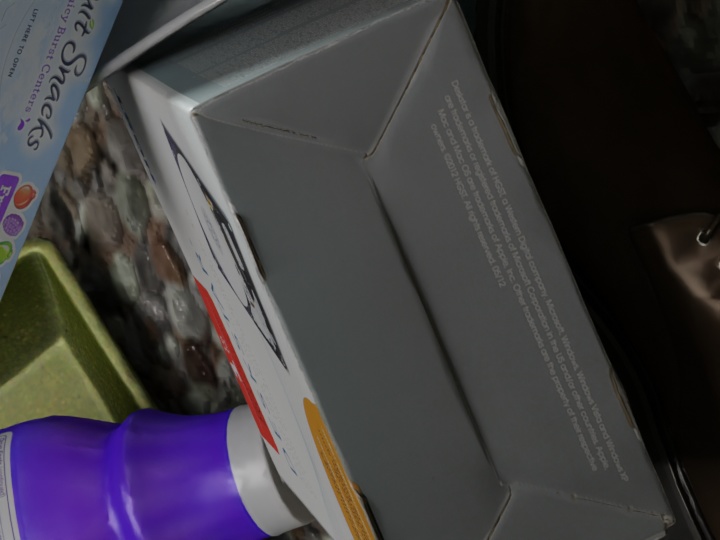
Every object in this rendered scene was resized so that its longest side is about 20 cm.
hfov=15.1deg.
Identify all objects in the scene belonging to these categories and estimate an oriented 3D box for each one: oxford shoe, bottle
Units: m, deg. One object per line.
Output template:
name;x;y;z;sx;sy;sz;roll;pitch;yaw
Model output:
oxford shoe;0.098;-0.007;0.748;0.084;0.073;0.200;-17;103;49
bottle;-0.114;0.096;0.985;0.200;0.065;0.084;-19;70;17

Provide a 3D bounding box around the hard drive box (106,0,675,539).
hard drive box;0.000;0.000;0.777;0.200;0.077;0.156;-146;32;-76

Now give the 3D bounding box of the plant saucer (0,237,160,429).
plant saucer;-0.137;0.124;1.052;0.200;0.048;0.200;-38;71;13

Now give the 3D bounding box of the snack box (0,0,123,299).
snack box;-0.156;-0.102;0.801;0.200;0.068;0.169;33;104;40

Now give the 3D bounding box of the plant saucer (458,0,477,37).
plant saucer;0.005;-0.165;0.825;0.200;0.027;0.201;24;123;44

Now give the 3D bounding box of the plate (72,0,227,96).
plate;-0.034;-0.164;0.773;0.200;0.032;0.200;-25;63;37
